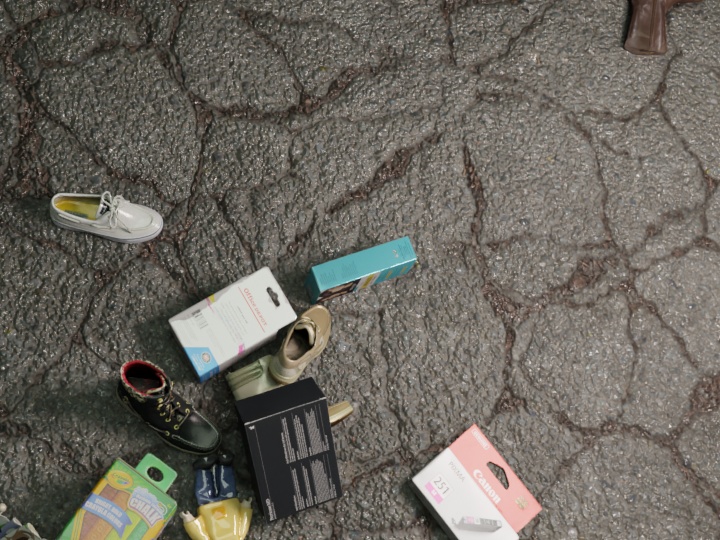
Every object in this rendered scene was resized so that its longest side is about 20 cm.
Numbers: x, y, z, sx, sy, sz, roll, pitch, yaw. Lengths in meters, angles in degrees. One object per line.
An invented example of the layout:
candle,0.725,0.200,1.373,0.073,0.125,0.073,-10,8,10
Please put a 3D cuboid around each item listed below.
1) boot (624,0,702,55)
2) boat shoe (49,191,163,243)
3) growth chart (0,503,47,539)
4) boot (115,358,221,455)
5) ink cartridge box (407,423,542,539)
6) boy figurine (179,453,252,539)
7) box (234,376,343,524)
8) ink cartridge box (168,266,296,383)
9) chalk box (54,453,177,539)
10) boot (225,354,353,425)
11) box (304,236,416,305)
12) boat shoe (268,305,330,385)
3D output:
boot,0.676,-0.550,2.219,0.183,0.064,0.203,7,65,4
boat shoe,-0.449,-0.105,1.777,0.198,0.086,0.076,11,68,-9
growth chart,-0.515,0.450,1.544,0.200,0.145,0.018,45,27,5
boot,-0.315,0.226,1.649,0.202,0.154,0.074,33,66,1
ink cartridge box,0.208,0.396,1.772,0.173,0.044,0.201,-36,82,-21
boy figurine,-0.235,0.409,1.650,0.122,0.064,0.203,0,68,-23
box,-0.117,0.295,1.648,0.139,0.079,0.203,-17,118,-17
ink cartridge box,-0.222,0.093,1.758,0.198,0.068,0.116,-29,79,-15
chalk box,-0.371,0.386,1.593,0.124,0.124,0.201,34,66,1
boot,-0.123,0.217,1.746,0.197,0.072,0.157,-16,72,-18
box,0.000,0.000,1.847,0.197,0.082,0.050,-19,75,-19
boat shoe,-0.096,0.117,1.755,0.072,0.065,0.200,33,39,3
